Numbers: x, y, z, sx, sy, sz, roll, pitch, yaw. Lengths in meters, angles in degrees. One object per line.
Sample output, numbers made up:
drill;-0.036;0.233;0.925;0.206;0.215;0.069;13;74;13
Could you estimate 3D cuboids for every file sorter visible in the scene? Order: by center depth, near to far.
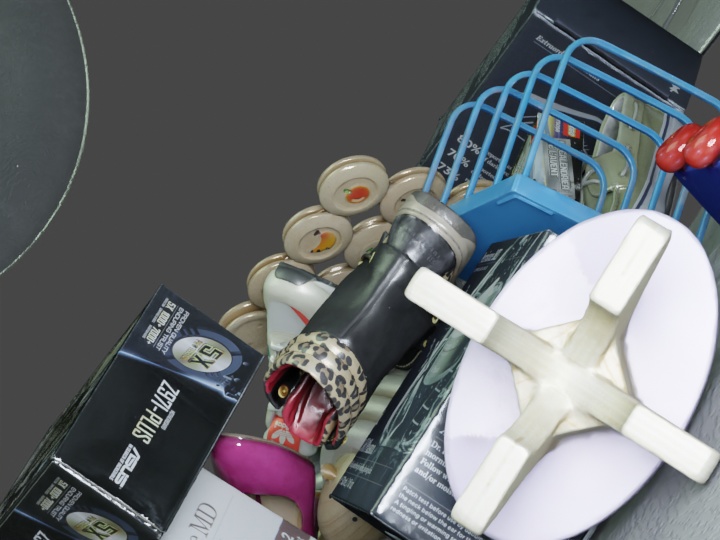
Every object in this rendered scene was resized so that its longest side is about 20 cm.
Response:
file sorter;0.135;-0.057;1.715;0.200;0.138;0.123;-23;45;67

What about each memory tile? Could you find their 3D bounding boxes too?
memory tile;0.000;0.000;1.848;0.200;0.153;0.017;-53;40;35

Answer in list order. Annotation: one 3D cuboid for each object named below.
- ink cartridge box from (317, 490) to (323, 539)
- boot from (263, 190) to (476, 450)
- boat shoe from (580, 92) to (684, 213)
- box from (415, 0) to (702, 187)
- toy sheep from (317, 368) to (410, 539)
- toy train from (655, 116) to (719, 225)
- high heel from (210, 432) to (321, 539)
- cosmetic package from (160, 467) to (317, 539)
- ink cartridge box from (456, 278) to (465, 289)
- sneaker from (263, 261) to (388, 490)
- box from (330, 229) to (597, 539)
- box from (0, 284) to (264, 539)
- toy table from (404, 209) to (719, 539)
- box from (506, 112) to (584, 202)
ink cartridge box;-0.034;0.253;2.040;0.201;0.075;0.165;-57;4;14
boot;0.003;0.048;1.690;0.151;0.073;0.200;-50;-7;-24
boat shoe;0.185;-0.054;1.904;0.072;0.062;0.200;-53;7;39
box;0.157;-0.121;2.102;0.200;0.148;0.104;-52;6;34
toy sheep;0.043;0.128;1.806;0.200;0.138;0.138;-39;-7;-38
toy train;0.244;-0.074;1.441;0.116;0.085;0.200;-44;4;-4
high heel;-0.065;0.176;1.773;0.200;0.067;0.097;52;-131;-61
cosmetic package;-0.083;0.271;1.698;0.165;0.199;0.165;-54;6;31
ink cartridge box;0.057;0.078;1.980;0.174;0.043;0.201;172;107;-80
sneaker;-0.033;0.080;1.828;0.094;0.070;0.200;-57;-29;-24
box;0.092;0.092;1.586;0.197;0.124;0.200;-56;5;-6
box;-0.167;0.134;1.701;0.200;0.086;0.164;-49;9;47
toy table;0.113;0.055;1.403;0.117;0.183;0.201;28;-97;-79
box;0.119;-0.003;1.935;0.200;0.040;0.138;112;166;-57
